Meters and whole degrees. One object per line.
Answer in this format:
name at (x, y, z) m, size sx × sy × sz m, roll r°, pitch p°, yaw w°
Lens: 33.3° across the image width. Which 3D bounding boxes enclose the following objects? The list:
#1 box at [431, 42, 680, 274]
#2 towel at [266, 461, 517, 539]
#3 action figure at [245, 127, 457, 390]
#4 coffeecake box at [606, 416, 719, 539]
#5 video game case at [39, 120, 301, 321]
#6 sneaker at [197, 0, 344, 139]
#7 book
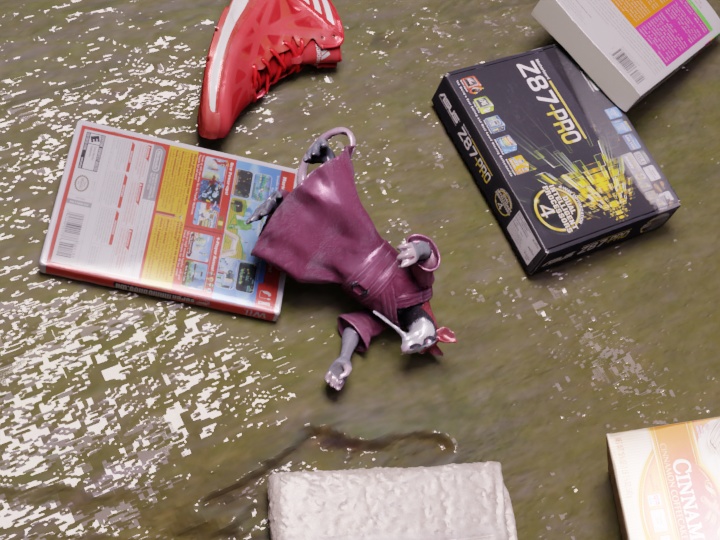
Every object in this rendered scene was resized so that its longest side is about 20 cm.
box at (0.180, -0.110, 1.122) m, size 0.160 × 0.049 × 0.201 m, roll -16°, pitch 68°, yaw -26°
towel at (0.028, 0.214, 0.920) m, size 0.197 × 0.035 × 0.134 m, roll 1°, pitch 62°, yaw -14°
action figure at (0.000, 0.000, 1.002) m, size 0.200 × 0.134 × 0.149 m, roll 44°, pitch 19°, yaw -11°
coffeecake box at (0.303, 0.194, 0.930) m, size 0.197 × 0.073 × 0.155 m, roll -10°, pitch 56°, yaw 7°
video game case at (-0.155, -0.043, 1.013) m, size 0.198 × 0.017 × 0.144 m, roll 12°, pitch 60°, yaw -9°
sneaker at (-0.074, -0.193, 1.081) m, size 0.114 × 0.079 × 0.202 m, roll 15°, pitch 61°, yaw -5°
book at (0.273, -0.249, 1.197) m, size 0.134 × 0.048 × 0.199 m, roll 49°, pitch 48°, yaw 6°
